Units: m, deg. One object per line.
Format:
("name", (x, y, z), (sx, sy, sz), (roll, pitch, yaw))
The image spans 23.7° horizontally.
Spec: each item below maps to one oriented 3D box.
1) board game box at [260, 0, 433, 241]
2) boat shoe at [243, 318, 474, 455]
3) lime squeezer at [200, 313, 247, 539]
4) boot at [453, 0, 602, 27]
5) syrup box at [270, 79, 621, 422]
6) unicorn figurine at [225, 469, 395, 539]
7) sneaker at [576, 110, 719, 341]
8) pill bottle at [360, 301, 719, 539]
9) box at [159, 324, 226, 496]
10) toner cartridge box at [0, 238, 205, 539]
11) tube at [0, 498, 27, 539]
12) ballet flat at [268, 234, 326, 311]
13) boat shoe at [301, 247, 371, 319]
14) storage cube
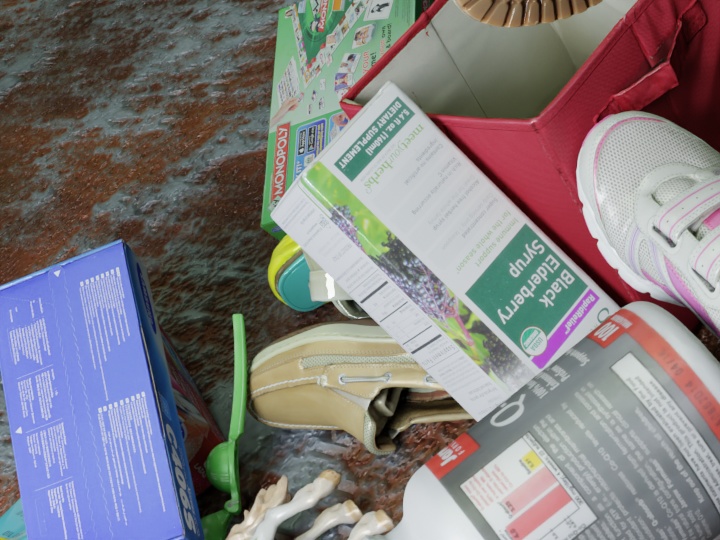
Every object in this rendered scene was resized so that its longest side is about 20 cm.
("board game box", (-0.009, -0.131, 1.296), (0.133, 0.029, 0.202), (-16, 56, 32))
("boat shoe", (0.008, 0.073, 1.026), (0.198, 0.072, 0.077), (-16, 50, 33))
("lime squeezer", (-0.100, 0.128, 1.048), (0.070, 0.038, 0.201), (28, 81, 24))
("boot", (0.113, -0.199, 0.943), (0.199, 0.076, 0.107), (-36, 25, -19))
("syrup box", (0.053, 0.004, 0.931), (0.079, 0.200, 0.081), (-46, 1, -21))
("unicorn figurine", (-0.039, 0.177, 0.921), (0.137, 0.074, 0.200), (-39, 9, -13))
("sneaker", (0.184, -0.008, 0.830), (0.081, 0.088, 0.200), (-40, 73, -11))
("pill bottle", (0.092, 0.117, 0.821), (0.199, 0.116, 0.116), (-37, 30, -4))
("box", (-0.167, 0.084, 1.153), (0.099, 0.096, 0.200), (-37, 30, -3))
("toner cartridge box", (-0.158, 0.089, 1.022), (0.094, 0.043, 0.202), (-19, 61, 6))
("tube", (-0.257, 0.219, 1.111), (0.077, 0.051, 0.200), (6, 44, 39))
("ballet flat", (0.021, -0.044, 1.178), (0.199, 0.067, 0.067), (-31, 26, 11))
("boat shoe", (0.000, 0.000, 1.059), (0.071, 0.200, 0.063), (1, 83, 17))
("storage cube", (0.130, -0.078, 0.997), (0.171, 0.181, 0.199), (-48, 33, -22))
